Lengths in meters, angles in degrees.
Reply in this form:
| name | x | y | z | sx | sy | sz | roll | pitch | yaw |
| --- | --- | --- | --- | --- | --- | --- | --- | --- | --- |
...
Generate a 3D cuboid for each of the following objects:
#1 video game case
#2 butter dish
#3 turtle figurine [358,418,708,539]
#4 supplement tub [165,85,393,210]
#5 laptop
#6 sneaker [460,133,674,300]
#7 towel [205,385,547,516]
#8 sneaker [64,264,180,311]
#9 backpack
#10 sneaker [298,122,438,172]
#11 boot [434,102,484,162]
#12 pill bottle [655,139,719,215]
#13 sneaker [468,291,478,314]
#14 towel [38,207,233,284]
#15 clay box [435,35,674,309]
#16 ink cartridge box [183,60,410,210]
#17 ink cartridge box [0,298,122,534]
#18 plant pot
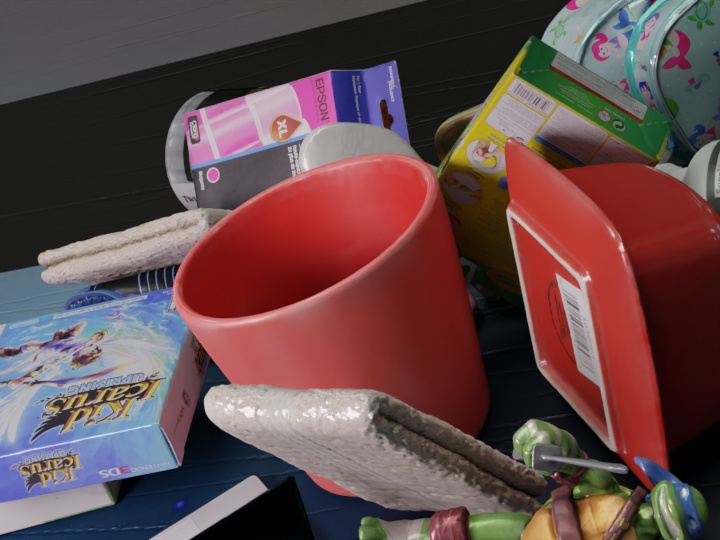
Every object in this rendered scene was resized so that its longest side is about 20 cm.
| name | x | y | z | sx | sy | sz | roll | pitch | yaw |
| --- | --- | --- | --- | --- | --- | --- | --- | --- | --- |
| video game case | -0.215 | 0.092 | 1.451 | 0.200 | 0.045 | 0.181 | -13 | 32 | 15 |
| butter dish | 0.192 | 0.012 | 1.245 | 0.148 | 0.200 | 0.199 | -18 | 27 | -10 |
| turtle figurine | 0.095 | 0.167 | 1.100 | 0.194 | 0.144 | 0.200 | -20 | 24 | 19 |
| supplement tub | -0.065 | -0.102 | 1.716 | 0.200 | 0.123 | 0.123 | 2 | 38 | 43 |
| laptop | -0.135 | 0.186 | 1.285 | 0.187 | 0.116 | 0.200 | -31 | 28 | -11 |
| sneaker | 0.153 | -0.048 | 1.443 | 0.200 | 0.081 | 0.077 | -28 | 8 | 32 |
| towel | 0.015 | 0.111 | 1.207 | 0.132 | 0.200 | 0.035 | -2 | 67 | 39 |
| sneaker | -0.156 | 0.030 | 1.634 | 0.200 | 0.070 | 0.078 | -1 | 25 | 36 |
| backpack | 0.244 | -0.156 | 1.496 | 0.200 | 0.178 | 0.151 | -33 | 23 | -5 |
| sneaker | 0.032 | -0.060 | 1.535 | 0.088 | 0.200 | 0.075 | -3 | 71 | 64 |
| boot | 0.162 | -0.154 | 1.667 | 0.200 | 0.073 | 0.156 | -17 | 29 | 13 |
| pill bottle | 0.288 | -0.038 | 1.319 | 0.200 | 0.116 | 0.116 | -9 | 32 | 30 |
| sneaker | 0.000 | 0.000 | 1.517 | 0.200 | 0.095 | 0.079 | 4 | 43 | 45 |
| towel | -0.164 | -0.016 | 1.657 | 0.200 | 0.035 | 0.132 | -15 | -10 | 35 |
| clay box | 0.117 | -0.061 | 1.352 | 0.200 | 0.115 | 0.048 | -54 | 7 | 51 |
| ink cartridge box | -0.054 | -0.105 | 1.609 | 0.200 | 0.095 | 0.037 | -13 | -8 | 29 |
| ink cartridge box | -0.239 | 0.113 | 1.548 | 0.117 | 0.067 | 0.200 | -16 | 30 | 15 |
| plant pot | -0.007 | 0.045 | 1.350 | 0.200 | 0.177 | 0.200 | -20 | 27 | 10 |
